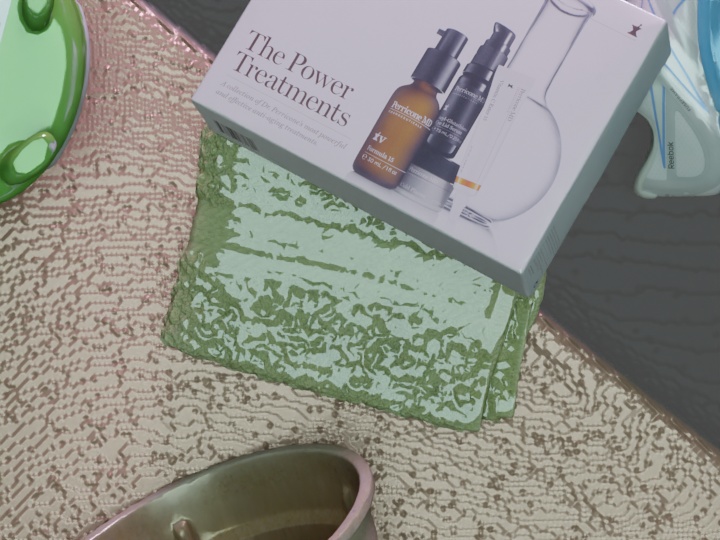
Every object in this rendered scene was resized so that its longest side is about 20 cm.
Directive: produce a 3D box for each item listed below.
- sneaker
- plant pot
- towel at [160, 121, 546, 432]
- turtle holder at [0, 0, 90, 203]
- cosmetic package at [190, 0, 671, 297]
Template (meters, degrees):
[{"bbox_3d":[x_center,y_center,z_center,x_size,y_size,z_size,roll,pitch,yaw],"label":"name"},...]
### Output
[{"bbox_3d":[0.156,-0.130,1.230,0.086,0.075,0.201,-10,94,10],"label":"sneaker"},{"bbox_3d":[-0.051,0.221,1.221,0.200,0.200,0.184,-23,108,3],"label":"plant pot"},{"bbox_3d":[0.000,0.000,1.260,0.199,0.036,0.149,13,97,-2],"label":"towel"},{"bbox_3d":[-0.203,-0.088,1.203,0.141,0.132,0.186,-14,97,1],"label":"turtle holder"},{"bbox_3d":[0.036,-0.100,1.197,0.200,0.052,0.151,28,80,16],"label":"cosmetic package"}]
